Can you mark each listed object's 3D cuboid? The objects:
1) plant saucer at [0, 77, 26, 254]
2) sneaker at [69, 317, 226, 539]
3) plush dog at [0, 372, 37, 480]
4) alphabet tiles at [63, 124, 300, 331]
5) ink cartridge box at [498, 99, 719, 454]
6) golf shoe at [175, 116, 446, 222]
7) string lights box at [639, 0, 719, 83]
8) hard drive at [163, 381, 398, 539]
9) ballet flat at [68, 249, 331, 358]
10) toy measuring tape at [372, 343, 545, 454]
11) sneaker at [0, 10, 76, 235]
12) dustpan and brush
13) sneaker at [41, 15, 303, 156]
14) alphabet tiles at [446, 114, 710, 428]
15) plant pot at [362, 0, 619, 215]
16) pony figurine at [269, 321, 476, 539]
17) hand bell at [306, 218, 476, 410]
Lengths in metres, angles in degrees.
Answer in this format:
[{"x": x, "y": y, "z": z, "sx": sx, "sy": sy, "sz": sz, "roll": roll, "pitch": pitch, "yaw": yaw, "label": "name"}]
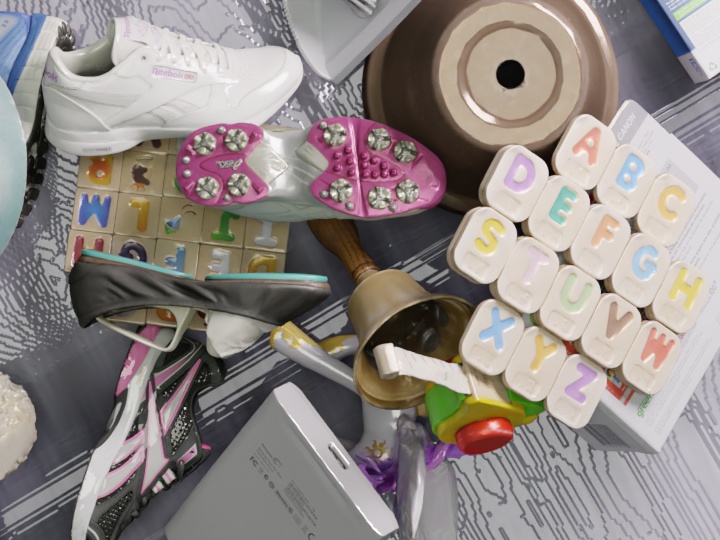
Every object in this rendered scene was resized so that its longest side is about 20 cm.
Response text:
[{"x": -0.337, "y": -0.078, "z": 1.606, "sx": 0.200, "sy": 0.039, "sz": 0.202, "roll": 2, "pitch": 94, "yaw": 29, "label": "plant saucer"}, {"x": -0.160, "y": 0.141, "z": 1.646, "sx": 0.086, "sy": 0.080, "sz": 0.201, "roll": 20, "pitch": 92, "yaw": -4, "label": "sneaker"}, {"x": -0.362, "y": 0.156, "z": 1.619, "sx": 0.171, "sy": 0.160, "sz": 0.201, "roll": 15, "pitch": 89, "yaw": 24, "label": "plush dog"}, {"x": -0.135, "y": -0.054, "z": 1.653, "sx": 0.166, "sy": 0.006, "sz": 0.201, "roll": 7, "pitch": 77, "yaw": -2, "label": "alphabet tiles"}, {"x": 0.187, "y": 0.003, "z": 1.598, "sx": 0.176, "sy": 0.084, "sz": 0.200, "roll": 41, "pitch": 70, "yaw": -21, "label": "ink cartridge box"}, {"x": -0.032, "y": -0.070, "z": 1.603, "sx": 0.199, "sy": 0.092, "sz": 0.076, "roll": 5, "pitch": 79, "yaw": 10, "label": "golf shoe"}, {"x": 0.247, "y": -0.255, "z": 1.658, "sx": 0.103, "sy": 0.059, "sz": 0.200, "roll": -34, "pitch": 92, "yaw": -1, "label": "string lights box"}, {"x": -0.063, "y": 0.189, "z": 1.595, "sx": 0.026, "sy": 0.200, "sz": 0.132, "roll": -24, "pitch": 70, "yaw": -43, "label": "hard drive"}, {"x": -0.119, "y": 0.028, "z": 1.595, "sx": 0.199, "sy": 0.068, "sz": 0.069, "roll": 6, "pitch": 87, "yaw": 15, "label": "ballet flat"}, {"x": 0.057, "y": 0.088, "z": 1.514, "sx": 0.073, "sy": 0.200, "sz": 0.074, "roll": -10, "pitch": 74, "yaw": 38, "label": "toy measuring tape"}, {"x": -0.285, "y": -0.103, "z": 1.646, "sx": 0.089, "sy": 0.079, "sz": 0.201, "roll": 18, "pitch": 88, "yaw": 12, "label": "sneaker"}, {"x": -0.029, "y": -0.261, "z": 1.639, "sx": 0.057, "sy": 0.140, "sz": 0.201, "roll": 8, "pitch": 52, "yaw": -40, "label": "dustpan and brush"}, {"x": -0.140, "y": -0.144, "z": 1.613, "sx": 0.199, "sy": 0.075, "sz": 0.100, "roll": -12, "pitch": 129, "yaw": -10, "label": "sneaker"}, {"x": 0.156, "y": 0.002, "z": 1.519, "sx": 0.200, "sy": 0.015, "sz": 0.196, "roll": 33, "pitch": 79, "yaw": -23, "label": "alphabet tiles"}, {"x": 0.101, "y": -0.137, "z": 1.600, "sx": 0.199, "sy": 0.175, "sz": 0.201, "roll": 0, "pitch": 92, "yaw": -1, "label": "plant pot"}, {"x": 0.021, "y": 0.133, "z": 1.628, "sx": 0.199, "sy": 0.167, "sz": 0.194, "roll": 9, "pitch": 82, "yaw": 12, "label": "pony figurine"}, {"x": 0.000, "y": 0.000, "z": 1.610, "sx": 0.104, "sy": 0.200, "sz": 0.104, "roll": -17, "pitch": 135, "yaw": -19, "label": "hand bell"}]
